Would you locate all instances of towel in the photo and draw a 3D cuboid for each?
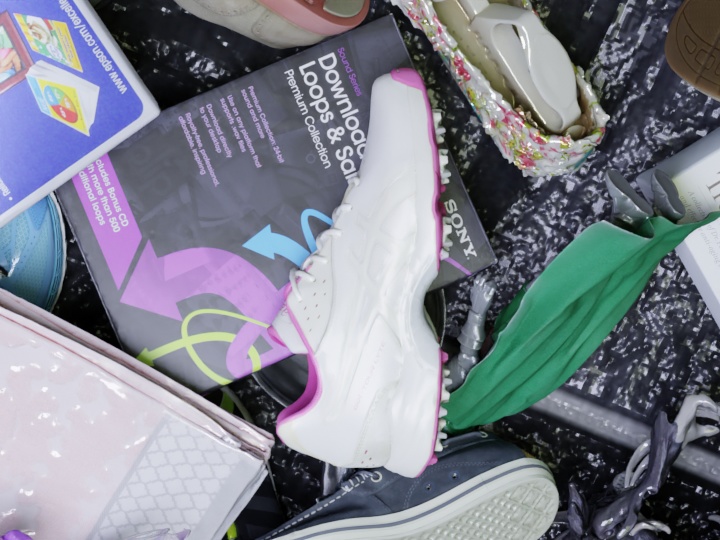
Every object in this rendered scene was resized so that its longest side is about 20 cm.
[{"bbox_3d":[-0.170,0.121,0.920,0.190,0.032,0.201,29,109,-14],"label":"towel"}]

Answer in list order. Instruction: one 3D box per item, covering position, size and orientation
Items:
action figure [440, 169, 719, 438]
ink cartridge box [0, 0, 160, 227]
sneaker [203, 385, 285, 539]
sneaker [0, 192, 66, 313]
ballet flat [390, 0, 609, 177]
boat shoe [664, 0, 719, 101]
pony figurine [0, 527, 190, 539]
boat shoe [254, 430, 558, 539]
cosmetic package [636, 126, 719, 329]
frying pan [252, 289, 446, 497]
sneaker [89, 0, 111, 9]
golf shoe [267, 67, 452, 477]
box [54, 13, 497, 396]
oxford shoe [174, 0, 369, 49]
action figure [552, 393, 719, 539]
[{"bbox_3d":[0.091,0.028,0.962,0.200,0.118,0.055,-49,59,32],"label":"action figure"},{"bbox_3d":[-0.230,-0.101,0.872,0.199,0.047,0.198,-34,112,-3],"label":"ink cartridge box"},{"bbox_3d":[-0.071,0.138,0.984,0.071,0.083,0.201,-27,102,1],"label":"sneaker"},{"bbox_3d":[-0.204,0.038,0.950,0.078,0.090,0.202,15,100,-6],"label":"sneaker"},{"bbox_3d":[0.065,-0.136,0.946,0.076,0.064,0.200,-44,104,-19],"label":"ballet flat"},{"bbox_3d":[0.240,-0.102,0.921,0.065,0.199,0.073,26,84,-41],"label":"boat shoe"},{"bbox_3d":[-0.192,0.172,0.858,0.200,0.167,0.192,43,141,-22],"label":"pony figurine"},{"bbox_3d":[0.007,0.137,0.961,0.198,0.062,0.075,-20,129,-18],"label":"boat shoe"},{"bbox_3d":[0.265,-0.003,0.997,0.150,0.052,0.201,-32,101,0],"label":"cosmetic package"},{"bbox_3d":[0.002,0.058,0.997,0.114,0.031,0.192,-20,101,-1],"label":"frying pan"},{"bbox_3d":[-0.212,-0.156,0.918,0.198,0.080,0.087,-6,103,-2],"label":"sneaker"},{"bbox_3d":[0.000,0.000,0.904,0.091,0.075,0.202,2,87,-1],"label":"golf shoe"},{"bbox_3d":[-0.046,-0.029,0.953,0.199,0.036,0.144,-24,89,-6],"label":"box"},{"bbox_3d":[-0.091,-0.163,0.902,0.199,0.074,0.071,32,54,-28],"label":"oxford shoe"},{"bbox_3d":[0.188,0.139,0.995,0.198,0.102,0.119,6,138,33],"label":"action figure"}]
